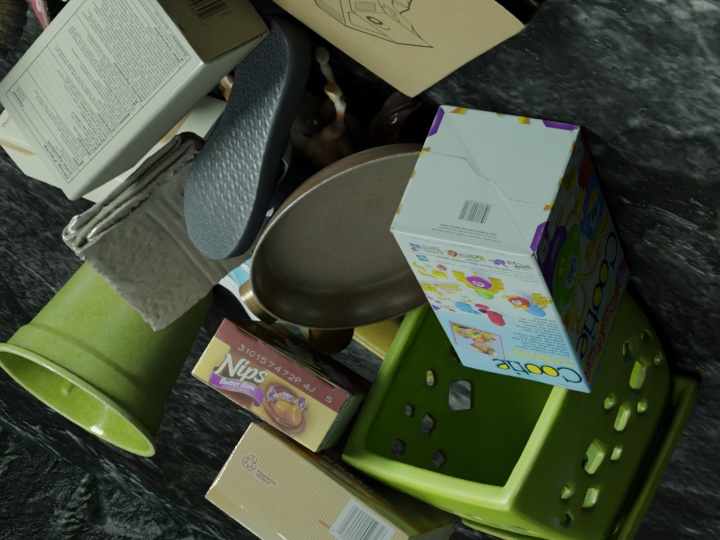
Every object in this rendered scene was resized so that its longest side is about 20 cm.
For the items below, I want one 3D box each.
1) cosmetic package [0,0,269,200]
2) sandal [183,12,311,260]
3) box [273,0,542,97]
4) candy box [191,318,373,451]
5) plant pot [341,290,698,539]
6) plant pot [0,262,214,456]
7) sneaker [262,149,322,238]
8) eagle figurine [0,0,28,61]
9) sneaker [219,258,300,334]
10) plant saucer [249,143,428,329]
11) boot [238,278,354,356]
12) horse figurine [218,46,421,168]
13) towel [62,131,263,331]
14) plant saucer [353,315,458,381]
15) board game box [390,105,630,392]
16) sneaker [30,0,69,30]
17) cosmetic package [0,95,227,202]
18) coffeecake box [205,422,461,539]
[{"bbox_3d":[-0.163,-0.145,1.361,0.104,0.073,0.200,55,137,1],"label":"cosmetic package"},{"bbox_3d":[-0.071,-0.087,1.371,0.076,0.043,0.200,50,130,33],"label":"sandal"},{"bbox_3d":[0.008,-0.182,1.223,0.163,0.021,0.200,36,161,-12],"label":"box"},{"bbox_3d":[-0.055,0.090,1.567,0.117,0.057,0.200,32,-179,9],"label":"candy box"},{"bbox_3d":[0.139,0.119,1.538,0.199,0.200,0.181,11,159,48],"label":"plant pot"},{"bbox_3d":[-0.254,0.064,2.053,0.200,0.184,0.200,28,161,10],"label":"plant pot"},{"bbox_3d":[-0.065,-0.076,1.512,0.082,0.070,0.200,44,-178,-5],"label":"sneaker"},{"bbox_3d":[-0.320,-0.224,1.397,0.151,0.152,0.200,-167,65,-77],"label":"eagle figurine"},{"bbox_3d":[-0.102,-0.044,1.717,0.200,0.079,0.131,39,147,42],"label":"sneaker"},{"bbox_3d":[0.011,-0.029,1.423,0.200,0.200,0.032,61,-174,-57],"label":"plant saucer"},{"bbox_3d":[-0.001,-0.001,1.567,0.071,0.144,0.201,60,-167,19],"label":"boot"},{"bbox_3d":[-0.046,-0.124,1.427,0.200,0.050,0.133,26,156,26],"label":"horse figurine"},{"bbox_3d":[-0.148,-0.030,1.528,0.034,0.132,0.200,49,176,25],"label":"towel"},{"bbox_3d":[0.031,0.037,1.729,0.200,0.048,0.200,36,163,-11],"label":"plant saucer"},{"bbox_3d":[0.110,-0.012,1.351,0.105,0.103,0.200,11,155,24],"label":"board game box"},{"bbox_3d":[-0.224,-0.195,1.497,0.087,0.074,0.200,27,161,30],"label":"sneaker"},{"bbox_3d":[-0.198,-0.110,1.632,0.200,0.105,0.071,19,158,30],"label":"cosmetic package"},{"bbox_3d":[-0.017,0.192,1.570,0.153,0.073,0.200,34,-175,13],"label":"coffeecake box"}]
